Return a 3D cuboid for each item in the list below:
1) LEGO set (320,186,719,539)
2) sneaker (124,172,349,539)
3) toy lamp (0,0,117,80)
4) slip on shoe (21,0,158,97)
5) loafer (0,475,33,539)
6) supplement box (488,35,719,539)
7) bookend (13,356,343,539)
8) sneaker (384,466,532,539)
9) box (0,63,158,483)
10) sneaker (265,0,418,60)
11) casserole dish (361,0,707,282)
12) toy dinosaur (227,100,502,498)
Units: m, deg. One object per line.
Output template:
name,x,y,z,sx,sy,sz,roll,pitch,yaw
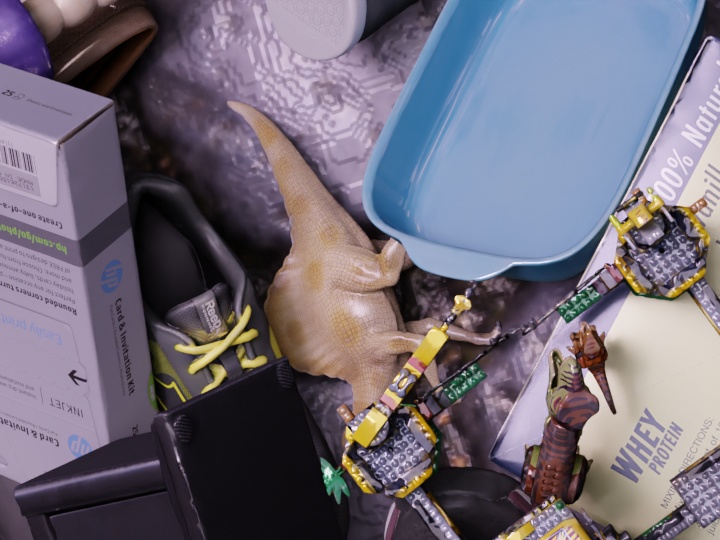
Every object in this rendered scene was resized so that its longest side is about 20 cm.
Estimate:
LEGO set,0.087,0.064,1.001,0.199,0.116,0.154,-29,85,3
sneaker,-0.068,0.046,1.178,0.074,0.085,0.200,-31,85,-15
toy lamp,-0.111,-0.132,1.190,0.200,0.058,0.058,-36,79,-22
slip on shoe,-0.170,-0.057,1.240,0.061,0.076,0.200,37,88,18
loafer,-0.108,0.154,1.204,0.200,0.072,0.073,41,121,13
supplement box,0.193,0.040,1.118,0.199,0.134,0.201,28,93,13
bookend,-0.102,0.159,1.105,0.198,0.092,0.201,-13,95,32
sneaker,0.054,0.183,1.105,0.075,0.201,0.116,-6,41,8
box,-0.164,0.000,1.155,0.155,0.041,0.201,19,130,31
sneaker,-0.001,-0.201,1.180,0.070,0.099,0.201,10,113,34
casserole dish,0.081,-0.072,1.163,0.121,0.039,0.201,12,62,29
toy dinosaur,0.000,0.000,1.205,0.101,0.058,0.201,-20,83,12
